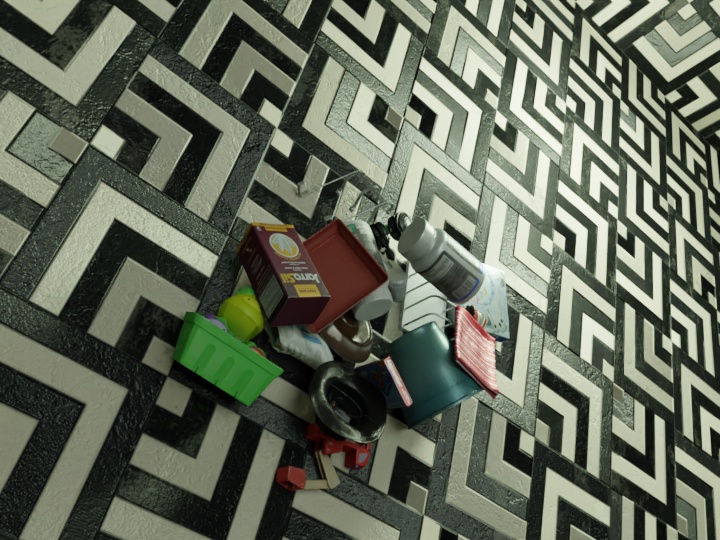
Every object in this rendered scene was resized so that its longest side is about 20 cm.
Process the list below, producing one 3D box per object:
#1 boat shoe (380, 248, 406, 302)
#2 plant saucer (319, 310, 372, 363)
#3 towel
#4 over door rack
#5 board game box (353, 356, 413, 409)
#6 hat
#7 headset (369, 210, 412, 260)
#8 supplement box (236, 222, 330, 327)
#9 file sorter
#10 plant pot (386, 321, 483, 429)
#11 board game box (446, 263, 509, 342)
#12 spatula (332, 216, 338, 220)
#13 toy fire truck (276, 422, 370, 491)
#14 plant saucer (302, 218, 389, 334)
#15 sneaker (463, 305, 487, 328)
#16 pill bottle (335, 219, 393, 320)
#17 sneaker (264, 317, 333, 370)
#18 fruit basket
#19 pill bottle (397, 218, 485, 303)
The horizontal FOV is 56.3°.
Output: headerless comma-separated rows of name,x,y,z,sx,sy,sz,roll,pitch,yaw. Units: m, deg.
boat shoe,0.066,0.006,1.610,0.070,0.070,0.201,-9,30,-18
plant saucer,-0.035,0.108,1.488,0.199,0.032,0.202,40,27,-25
towel,0.265,0.181,1.544,0.144,0.022,0.202,44,28,-17
over door rack,-0.039,-0.162,1.603,0.196,0.068,0.148,-17,49,-30
board game box,0.042,0.244,1.428,0.019,0.200,0.105,-27,87,-24
hat,-0.038,0.286,1.360,0.197,0.082,0.203,26,30,-16
headset,0.072,-0.080,1.620,0.200,0.121,0.096,-43,110,-78
supplement box,-0.157,0.006,1.349,0.108,0.086,0.202,1,47,-42
file sorter,0.195,0.063,1.684,0.137,0.124,0.205,27,55,-27
plant pot,0.156,0.228,1.537,0.197,0.199,0.192,-15,73,-42
board game box,0.317,0.074,1.832,0.195,0.043,0.205,19,60,-31
spatula,-0.013,-0.044,1.632,0.056,0.020,0.203,-26,87,-49
toy fire truck,-0.069,0.388,1.371,0.197,0.048,0.144,27,56,-28
plant saucer,-0.069,0.015,1.428,0.198,0.037,0.200,-34,61,-12
sneaker,0.278,0.197,1.700,0.081,0.077,0.205,26,76,-34
pill bottle,0.000,0.000,1.514,0.111,0.113,0.204,2,56,-38
sneaker,-0.138,0.149,1.412,0.200,0.076,0.081,47,52,-2
fruit basket,-0.238,0.124,1.290,0.210,0.155,0.223,0,89,-25
pill bottle,0.185,-0.023,1.550,0.199,0.113,0.116,37,51,-22
